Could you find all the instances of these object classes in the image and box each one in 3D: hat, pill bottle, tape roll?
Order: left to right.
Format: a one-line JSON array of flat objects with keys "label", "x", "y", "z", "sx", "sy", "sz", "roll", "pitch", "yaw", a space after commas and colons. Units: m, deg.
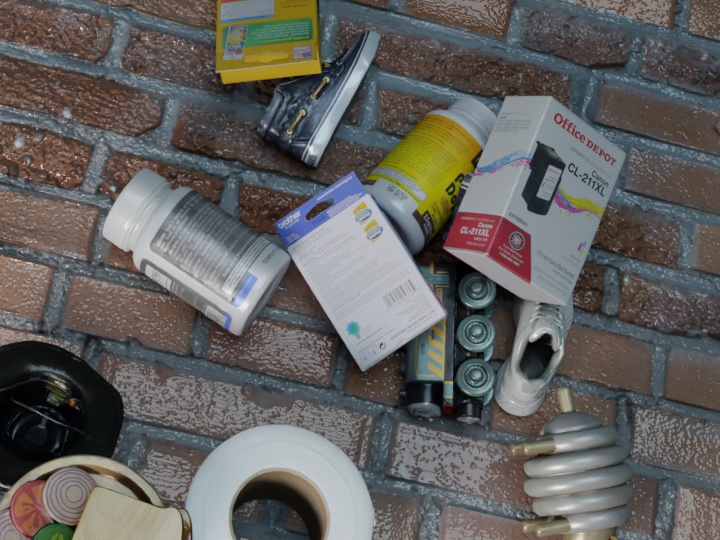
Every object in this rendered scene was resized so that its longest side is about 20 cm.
[{"label": "hat", "x": -0.357, "y": 0.176, "z": 1.495, "sx": 0.199, "sy": 0.081, "sz": 0.201, "roll": 18, "pitch": 41, "yaw": -16}, {"label": "pill bottle", "x": -0.191, "y": -0.025, "z": 1.595, "sx": 0.199, "sy": 0.114, "sz": 0.114, "roll": 34, "pitch": 66, "yaw": 3}, {"label": "tape roll", "x": -0.094, "y": 0.280, "z": 1.480, "sx": 0.201, "sy": 0.139, "sz": 0.204, "roll": 3, "pitch": 68, "yaw": -8}, {"label": "pill bottle", "x": 0.087, "y": -0.119, "z": 1.688, "sx": 0.109, "sy": 0.109, "sz": 0.200, "roll": 40, "pitch": 67, "yaw": 6}]

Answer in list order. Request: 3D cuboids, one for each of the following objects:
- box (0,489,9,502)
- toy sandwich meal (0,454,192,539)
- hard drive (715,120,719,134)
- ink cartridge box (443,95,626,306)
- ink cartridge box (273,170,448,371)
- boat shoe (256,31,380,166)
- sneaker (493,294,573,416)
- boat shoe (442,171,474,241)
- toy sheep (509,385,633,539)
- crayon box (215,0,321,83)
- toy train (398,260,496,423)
[{"label": "box", "x": -0.352, "y": 0.339, "z": 1.421, "sx": 0.131, "sy": 0.115, "sz": 0.202, "roll": 8, "pitch": 69, "yaw": -9}, {"label": "toy sandwich meal", "x": -0.270, "y": 0.273, "z": 1.360, "sx": 0.203, "sy": 0.070, "sz": 0.207, "roll": 3, "pitch": 70, "yaw": -9}, {"label": "hard drive", "x": 0.591, "y": -0.199, "z": 1.860, "sx": 0.199, "sy": 0.026, "sz": 0.132, "roll": -35, "pitch": 79, "yaw": -21}, {"label": "ink cartridge box", "x": 0.203, "y": -0.082, "z": 1.593, "sx": 0.145, "sy": 0.083, "sz": 0.201, "roll": 30, "pitch": 78, "yaw": -33}, {"label": "ink cartridge box", "x": 0.000, "y": 0.000, "z": 1.596, "sx": 0.119, "sy": 0.042, "sz": 0.201, "roll": -33, "pitch": 86, "yaw": 7}, {"label": "boat shoe", "x": -0.050, "y": -0.232, "z": 1.719, "sx": 0.090, "sy": 0.071, "sz": 0.201, "roll": 27, "pitch": 67, "yaw": 0}, {"label": "sneaker", "x": 0.221, "y": 0.071, "z": 1.643, "sx": 0.077, "sy": 0.099, "sz": 0.201, "roll": 16, "pitch": 67, "yaw": -4}, {"label": "boat shoe", "x": 0.183, "y": -0.046, "z": 1.686, "sx": 0.199, "sy": 0.071, "sz": 0.091, "roll": 21, "pitch": 96, "yaw": -36}, {"label": "toy sheep", "x": 0.244, "y": 0.232, "z": 1.569, "sx": 0.137, "sy": 0.138, "sz": 0.202, "roll": -7, "pitch": 87, "yaw": -13}, {"label": "crayon box", "x": -0.113, "y": -0.300, "z": 1.706, "sx": 0.125, "sy": 0.052, "sz": 0.201, "roll": -6, "pitch": 49, "yaw": 3}, {"label": "toy train", "x": 0.103, "y": 0.082, "z": 1.631, "sx": 0.113, "sy": 0.085, "sz": 0.202, "roll": 1, "pitch": 71, "yaw": 4}]
